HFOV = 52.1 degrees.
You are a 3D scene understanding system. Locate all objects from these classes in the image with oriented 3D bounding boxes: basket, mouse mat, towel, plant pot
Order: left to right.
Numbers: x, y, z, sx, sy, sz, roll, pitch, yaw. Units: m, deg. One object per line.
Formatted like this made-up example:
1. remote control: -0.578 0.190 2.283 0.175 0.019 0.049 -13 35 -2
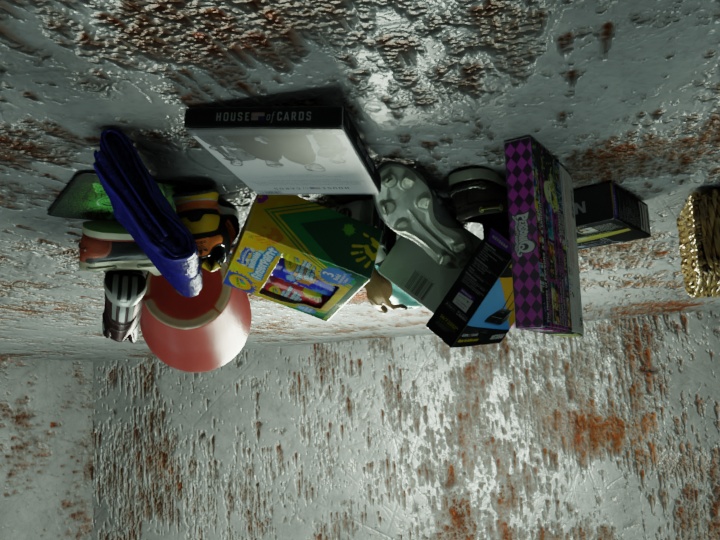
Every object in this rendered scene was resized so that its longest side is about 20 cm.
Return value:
1. mouse mat: -0.295 -0.085 0.926 0.158 0.008 0.199 3 167 -33
2. towel: -0.221 -0.046 0.772 0.049 0.149 0.200 -32 175 -14
3. plant pot: -0.278 0.051 1.209 0.196 0.204 0.178 -2 161 -8
4. basket: 0.555 -0.035 1.078 0.146 0.146 0.200 -5 170 16

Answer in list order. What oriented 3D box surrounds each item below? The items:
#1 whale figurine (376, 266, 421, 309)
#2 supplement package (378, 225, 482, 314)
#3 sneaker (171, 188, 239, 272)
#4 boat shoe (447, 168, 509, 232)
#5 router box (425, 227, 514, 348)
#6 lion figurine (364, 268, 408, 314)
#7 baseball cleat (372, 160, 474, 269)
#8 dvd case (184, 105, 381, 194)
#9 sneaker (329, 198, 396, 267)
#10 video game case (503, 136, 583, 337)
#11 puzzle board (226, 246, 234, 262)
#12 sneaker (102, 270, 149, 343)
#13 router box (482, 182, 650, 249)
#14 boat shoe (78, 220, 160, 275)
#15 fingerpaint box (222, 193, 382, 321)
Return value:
1. whale figurine: 0.064 0.012 1.294 0.157 0.106 0.198 -11 167 38
2. supplement package: 0.130 0.001 1.081 0.121 0.121 0.200 36 -176 21
3. sneaker: -0.194 -0.040 0.939 0.068 0.092 0.200 -7 173 -1
4. boat shoe: 0.180 -0.080 0.946 0.071 0.062 0.199 -13 166 41
5. router box: 0.179 0.027 0.977 0.051 0.151 0.199 39 -165 24
6. lion figurine: 0.000 0.000 1.115 0.199 0.073 0.122 38 -179 -3
7. baseball cleat: 0.067 -0.077 0.905 0.069 0.107 0.200 -34 131 11
8. dvd case: -0.067 -0.114 0.733 0.147 0.025 0.200 2 170 11
9. sneaker: 0.001 -0.053 1.036 0.087 0.076 0.200 0 163 15
10. video game case: 0.213 -0.029 0.843 0.035 0.204 0.180 -7 170 29
11. puzzle board: -0.173 -0.014 1.326 0.147 0.018 0.200 -2 169 -11
12. sneaker: -0.346 0.037 1.067 0.074 0.118 0.201 9 -159 -14
13. router box: 0.300 -0.067 1.076 0.197 0.053 0.156 -11 167 37
14. boat shoe: -0.282 -0.025 1.008 0.196 0.064 0.071 4 -161 -26
15. fingerpaint box: -0.083 -0.015 0.970 0.164 0.075 0.200 21 156 -12
